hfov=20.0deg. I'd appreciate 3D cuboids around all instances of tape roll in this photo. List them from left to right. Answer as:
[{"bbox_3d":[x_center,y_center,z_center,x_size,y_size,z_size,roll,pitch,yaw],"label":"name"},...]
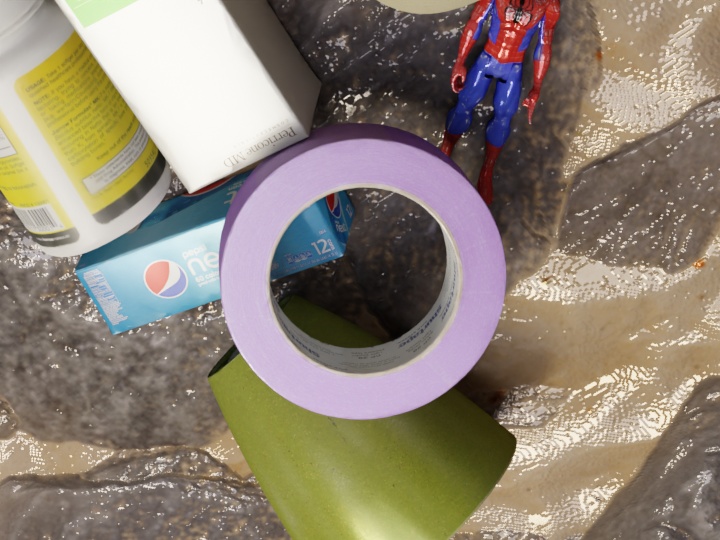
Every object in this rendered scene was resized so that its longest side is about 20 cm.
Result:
[{"bbox_3d":[0.000,0.000,1.436,0.199,0.066,0.201,-1,105,-4],"label":"tape roll"}]

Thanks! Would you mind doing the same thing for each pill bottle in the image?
[{"bbox_3d":[-0.228,-0.120,1.448,0.114,0.114,0.200,-19,119,19],"label":"pill bottle"}]

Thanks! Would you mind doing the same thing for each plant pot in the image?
[{"bbox_3d":[-0.015,0.120,1.556,0.200,0.187,0.187,47,119,-6],"label":"plant pot"}]

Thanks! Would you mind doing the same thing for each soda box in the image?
[{"bbox_3d":[-0.109,-0.022,1.524,0.199,0.068,0.064,-18,118,19],"label":"soda box"}]

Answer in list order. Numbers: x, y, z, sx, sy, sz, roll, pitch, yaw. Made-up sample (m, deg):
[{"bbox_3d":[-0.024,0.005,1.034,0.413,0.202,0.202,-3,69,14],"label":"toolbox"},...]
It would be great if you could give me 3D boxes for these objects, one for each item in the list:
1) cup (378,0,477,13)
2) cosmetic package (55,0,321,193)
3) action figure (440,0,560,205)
[{"bbox_3d":[0.047,-0.245,1.297,0.199,0.201,0.143,13,150,-1],"label":"cup"},{"bbox_3d":[-0.123,-0.168,1.419,0.107,0.085,0.200,-25,116,20],"label":"cosmetic package"},{"bbox_3d":[0.096,-0.137,1.432,0.065,0.052,0.201,18,122,2],"label":"action figure"}]
